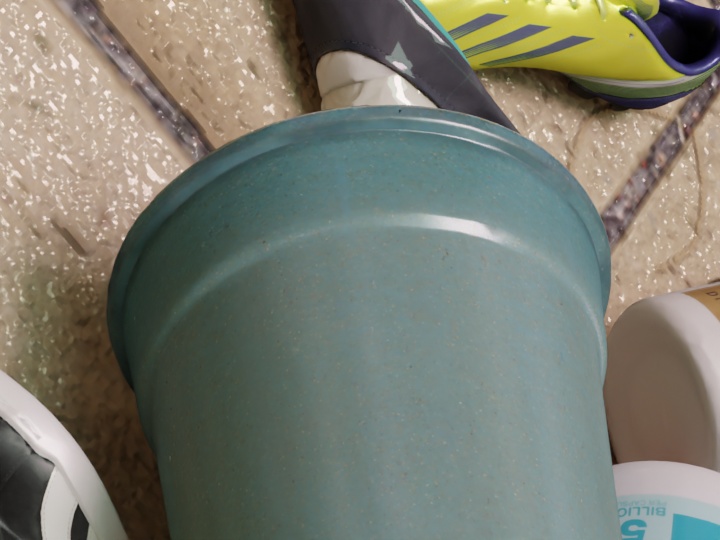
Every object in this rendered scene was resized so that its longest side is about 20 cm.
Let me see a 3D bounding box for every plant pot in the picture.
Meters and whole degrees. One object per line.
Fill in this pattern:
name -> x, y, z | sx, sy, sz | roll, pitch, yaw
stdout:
plant pot -> 0.010, 0.078, 0.843 | 0.200, 0.200, 0.197 | 29, 33, -30

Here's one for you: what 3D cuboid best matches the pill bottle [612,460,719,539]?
pill bottle -> 0.111, 0.180, 0.895 | 0.111, 0.111, 0.201 | 39, 39, -25

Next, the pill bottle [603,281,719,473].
pill bottle -> 0.226, 0.052, 1.100 | 0.199, 0.114, 0.115 | -11, 84, -23

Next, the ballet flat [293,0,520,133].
ballet flat -> 0.031, -0.059, 1.038 | 0.200, 0.073, 0.073 | 46, 53, -23

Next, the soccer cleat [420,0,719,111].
soccer cleat -> 0.094, -0.125, 1.095 | 0.200, 0.084, 0.065 | 11, 64, -38

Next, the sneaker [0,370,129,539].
sneaker -> -0.135, 0.129, 0.837 | 0.200, 0.073, 0.112 | 56, 49, -15
